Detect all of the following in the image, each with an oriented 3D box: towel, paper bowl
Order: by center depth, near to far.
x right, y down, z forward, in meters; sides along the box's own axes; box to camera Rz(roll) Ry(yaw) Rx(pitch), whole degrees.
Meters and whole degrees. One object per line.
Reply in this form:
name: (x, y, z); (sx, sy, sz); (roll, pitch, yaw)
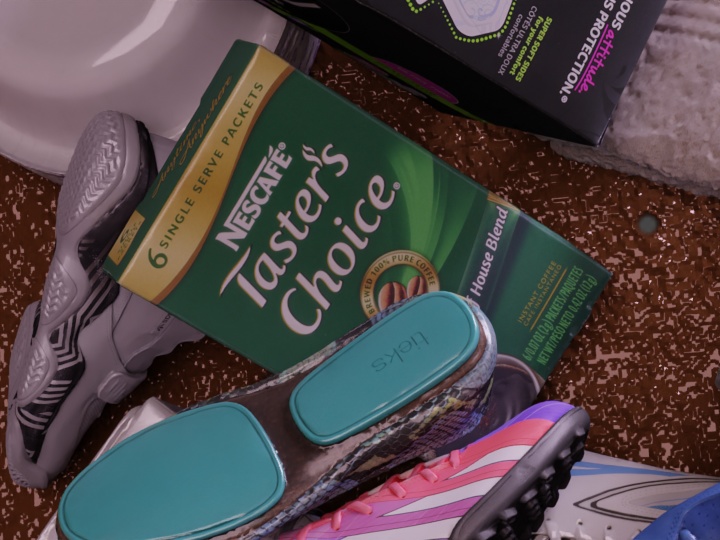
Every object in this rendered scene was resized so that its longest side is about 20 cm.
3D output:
towel: (0.166, -0.094, 0.785); (0.200, 0.034, 0.133); (25, 87, 54)
paper bowl: (-0.123, -0.141, 0.878); (0.200, 0.104, 0.202); (-2, 82, 12)

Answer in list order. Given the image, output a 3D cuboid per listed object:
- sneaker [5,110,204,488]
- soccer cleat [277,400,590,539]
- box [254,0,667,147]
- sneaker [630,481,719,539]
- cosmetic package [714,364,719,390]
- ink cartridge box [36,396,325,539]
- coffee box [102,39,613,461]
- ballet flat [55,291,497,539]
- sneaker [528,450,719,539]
sneaker: (-0.098, 0.027, 0.852); (0.114, 0.075, 0.201); (13, 117, -17)
soccer cleat: (0.010, 0.115, 0.745); (0.200, 0.068, 0.073); (-43, 67, -5)
box: (0.020, -0.157, 0.776); (0.200, 0.148, 0.125); (28, 87, -28)
sneaker: (0.087, 0.135, 0.639); (0.200, 0.111, 0.077); (-47, 55, 40)
cosmetic package: (0.202, 0.029, 0.719); (0.105, 0.200, 0.071); (-45, 78, 4)
ink cartridge box: (-0.053, 0.174, 0.818); (0.200, 0.084, 0.146); (36, 89, 16)
coffee box: (0.000, 0.000, 0.801); (0.200, 0.044, 0.123); (33, 90, -19)
ballet flat: (-0.029, 0.080, 0.759); (0.199, 0.074, 0.074); (-25, 76, -1)
sneaker: (0.110, 0.120, 0.782); (0.199, 0.073, 0.072); (3, 107, 7)
